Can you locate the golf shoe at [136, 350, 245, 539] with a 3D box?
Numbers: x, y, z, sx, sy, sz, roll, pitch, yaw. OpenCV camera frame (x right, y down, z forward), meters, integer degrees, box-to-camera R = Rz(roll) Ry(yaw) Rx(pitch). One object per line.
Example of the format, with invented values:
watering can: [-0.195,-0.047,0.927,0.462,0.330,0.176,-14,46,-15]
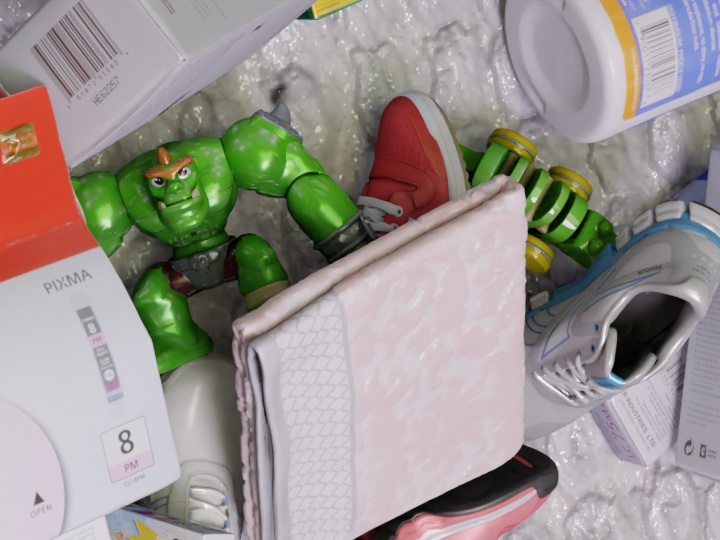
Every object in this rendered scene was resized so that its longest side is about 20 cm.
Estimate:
golf shoe: [-0.086,0.145,1.258,0.078,0.097,0.201,8,91,-26]

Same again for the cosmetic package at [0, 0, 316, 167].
cosmetic package: [-0.091,-0.134,1.161,0.074,0.102,0.200,53,34,0]

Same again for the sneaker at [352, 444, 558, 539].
sneaker: [0.032,0.169,1.348,0.200,0.074,0.087,-28,128,-23]

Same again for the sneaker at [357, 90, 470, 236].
sneaker: [0.000,0.000,1.300,0.112,0.071,0.201,-7,101,-30]

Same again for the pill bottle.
pill bottle: [0.196,-0.160,1.359,0.199,0.112,0.112,-24,106,-24]

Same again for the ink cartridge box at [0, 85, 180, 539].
ink cartridge box: [-0.179,0.033,1.057,0.162,0.057,0.201,-22,112,-34]

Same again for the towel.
towel: [0.017,0.065,1.246,0.191,0.032,0.201,-28,138,-26]

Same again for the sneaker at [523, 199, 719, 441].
sneaker: [0.135,0.045,1.316,0.075,0.200,0.087,32,37,-12]

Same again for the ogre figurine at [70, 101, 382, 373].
ogre figurine: [-0.091,-0.012,1.235,0.199,0.098,0.120,-19,92,18]

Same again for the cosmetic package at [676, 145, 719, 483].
cosmetic package: [0.261,0.029,1.384,0.101,0.074,0.201,3,96,-27]

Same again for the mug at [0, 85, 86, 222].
mug: [-0.270,-0.028,1.145,0.200,0.134,0.178,-39,74,-13]

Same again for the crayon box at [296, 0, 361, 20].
crayon box: [0.027,-0.232,1.294,0.199,0.058,0.119,-25,107,-23]

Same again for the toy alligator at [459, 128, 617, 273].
toy alligator: [0.121,-0.028,1.343,0.200,0.054,0.059,34,76,-11]

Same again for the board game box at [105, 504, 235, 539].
board game box: [-0.152,0.222,1.215,0.034,0.134,0.201,14,89,-63]

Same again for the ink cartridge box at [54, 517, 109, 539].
ink cartridge box: [-0.204,0.144,1.117,0.162,0.057,0.201,-24,113,-34]

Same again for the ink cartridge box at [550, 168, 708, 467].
ink cartridge box: [0.215,0.016,1.429,0.200,0.042,0.120,-37,110,-16]
